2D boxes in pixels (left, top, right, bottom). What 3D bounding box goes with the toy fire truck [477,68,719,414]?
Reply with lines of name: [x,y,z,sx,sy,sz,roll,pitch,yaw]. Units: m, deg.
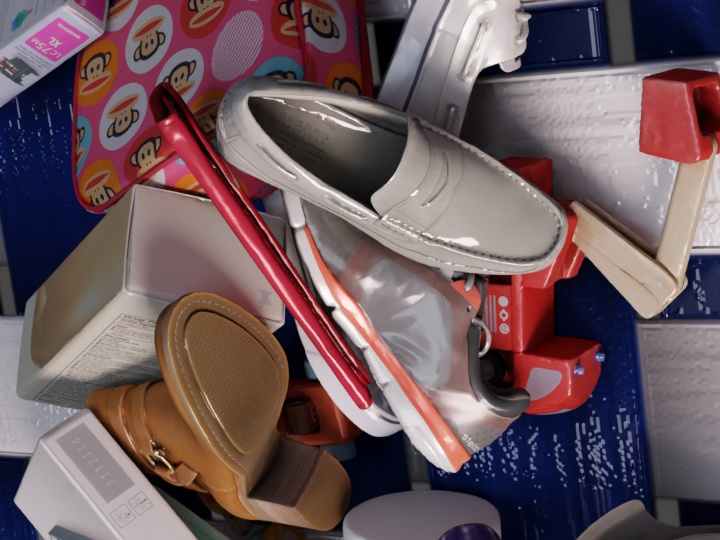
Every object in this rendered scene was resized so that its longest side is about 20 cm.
toy fire truck: [0.132,-0.012,0.940,0.141,0.049,0.200,6,105,32]

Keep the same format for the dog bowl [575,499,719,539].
dog bowl: [0.194,0.206,0.878,0.200,0.200,0.059,25,137,25]

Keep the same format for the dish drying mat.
dish drying mat: [-0.052,-0.013,0.924,0.018,0.077,0.200,-35,112,-1]

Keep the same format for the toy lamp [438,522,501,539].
toy lamp: [0.077,0.226,0.887,0.058,0.058,0.200,-47,40,32]

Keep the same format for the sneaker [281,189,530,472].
sneaker: [0.028,0.012,0.948,0.082,0.077,0.200,-31,96,7]

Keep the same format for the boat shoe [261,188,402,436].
boat shoe: [0.000,0.000,1.019,0.068,0.072,0.200,-22,83,36]

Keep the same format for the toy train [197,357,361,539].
toy train: [-0.050,0.156,1.097,0.150,0.056,0.200,-1,101,33]

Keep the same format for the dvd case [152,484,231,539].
dvd case: [-0.092,0.242,1.107,0.146,0.022,0.200,33,141,19]

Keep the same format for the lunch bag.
lunch bag: [-0.088,-0.129,1.009,0.200,0.082,0.176,-24,59,34]

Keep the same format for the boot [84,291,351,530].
boot: [-0.109,0.082,1.000,0.155,0.074,0.200,9,141,38]

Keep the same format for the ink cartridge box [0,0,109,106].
ink cartridge box: [-0.238,-0.161,1.104,0.200,0.042,0.119,-26,46,33]

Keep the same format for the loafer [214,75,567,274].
loafer: [0.019,-0.048,0.884,0.200,0.070,0.070,19,83,-10]

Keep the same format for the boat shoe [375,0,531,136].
boat shoe: [0.062,-0.138,0.950,0.070,0.071,0.200,21,112,-3]

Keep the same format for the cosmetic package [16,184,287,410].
cosmetic package: [-0.133,0.026,1.041,0.200,0.105,0.071,-36,47,53]

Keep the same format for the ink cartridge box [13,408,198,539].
ink cartridge box: [-0.142,0.207,1.065,0.200,0.045,0.176,48,145,12]

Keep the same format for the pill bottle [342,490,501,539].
pill bottle: [0.042,0.243,1.026,0.113,0.113,0.200,4,104,32]
